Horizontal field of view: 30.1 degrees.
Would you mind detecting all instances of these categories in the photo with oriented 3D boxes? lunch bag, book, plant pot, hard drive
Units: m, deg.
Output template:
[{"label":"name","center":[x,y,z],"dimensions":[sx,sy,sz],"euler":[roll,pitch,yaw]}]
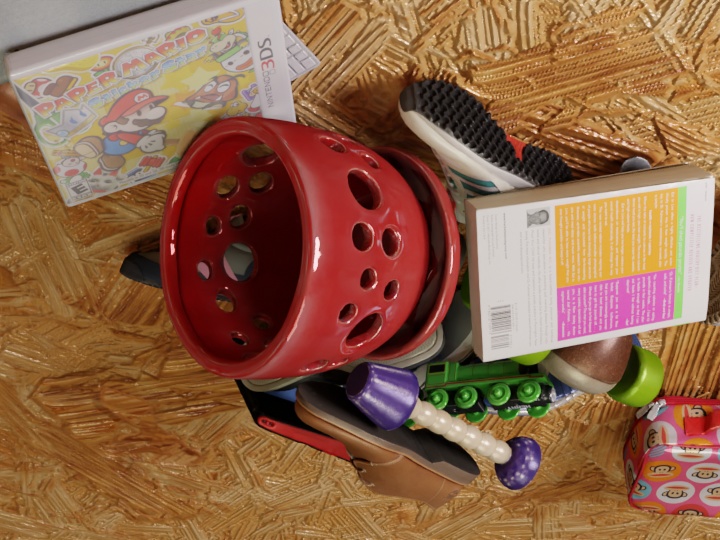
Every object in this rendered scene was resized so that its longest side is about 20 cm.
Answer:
[{"label":"lunch bag","center":[0.395,0.200,1.471],"dimensions":[0.199,0.082,0.177],"euler":[3,143,-1]},{"label":"book","center":[0.188,-0.006,1.097],"dimensions":[0.199,0.048,0.134],"euler":[-9,111,-11]},{"label":"plant pot","center":[-0.037,-0.017,1.073],"dimensions":[0.182,0.201,0.200],"euler":[0,153,-44]},{"label":"hard drive","center":[-0.182,-0.219,0.919],"dimensions":[0.199,0.033,0.140],"euler":[-21,140,-3]}]

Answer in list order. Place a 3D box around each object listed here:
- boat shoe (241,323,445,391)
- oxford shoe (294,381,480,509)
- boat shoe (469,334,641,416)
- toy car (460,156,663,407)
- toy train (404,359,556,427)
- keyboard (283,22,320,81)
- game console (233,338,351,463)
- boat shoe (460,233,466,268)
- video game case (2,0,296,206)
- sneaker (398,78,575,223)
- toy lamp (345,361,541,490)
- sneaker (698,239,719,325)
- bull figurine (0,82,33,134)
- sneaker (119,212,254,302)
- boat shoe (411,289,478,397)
[{"label":"boat shoe","center":[-0.012,0.071,1.226],"dimensions":[0.199,0.072,0.068],"euler":[-13,163,23]},{"label":"oxford shoe","center":[0.014,0.164,1.204],"dimensions":[0.199,0.071,0.071],"euler":[32,108,-25]},{"label":"boat shoe","center":[0.182,0.108,1.328],"dimensions":[0.199,0.073,0.072],"euler":[-8,164,-21]},{"label":"toy car","center":[0.220,-0.004,1.197],"dimensions":[0.164,0.158,0.201],"euler":[22,110,-30]},{"label":"toy train","center":[0.087,0.112,1.248],"dimensions":[0.199,0.057,0.042],"euler":[-8,143,24]},{"label":"keyboard","center":[-0.109,-0.204,1.008],"dimensions":[0.056,0.011,0.200],"euler":[-21,138,27]},{"label":"game console","center":[-0.045,0.128,1.320],"dimensions":[0.176,0.200,0.031],"euler":[25,100,-24]},{"label":"boat shoe","center":[0.000,0.000,1.227],"dimensions":[0.199,0.076,0.072],"euler":[-19,137,23]},{"label":"video game case","center":[-0.150,-0.131,1.015],"dimensions":[0.199,0.023,0.182],"euler":[-19,153,-7]},{"label":"sneaker","center":[0.091,-0.080,1.116],"dimensions":[0.199,0.071,0.093],"euler":[27,131,-34]},{"label":"toy lamp","center":[0.072,0.136,1.186],"dimensions":[0.199,0.058,0.058],"euler":[32,134,-29]},{"label":"sneaker","center":[0.381,-0.027,1.178],"dimensions":[0.112,0.071,0.200],"euler":[9,129,-46]},{"label":"bull figurine","center":[-0.242,-0.150,1.042],"dimensions":[0.199,0.065,0.121],"euler":[29,132,-35]},{"label":"sneaker","center":[-0.129,-0.014,1.231],"dimensions":[0.199,0.083,0.070],"euler":[7,179,23]},{"label":"boat shoe","center":[0.090,0.081,1.340],"dimensions":[0.063,0.071,0.200],"euler":[16,149,-18]}]
